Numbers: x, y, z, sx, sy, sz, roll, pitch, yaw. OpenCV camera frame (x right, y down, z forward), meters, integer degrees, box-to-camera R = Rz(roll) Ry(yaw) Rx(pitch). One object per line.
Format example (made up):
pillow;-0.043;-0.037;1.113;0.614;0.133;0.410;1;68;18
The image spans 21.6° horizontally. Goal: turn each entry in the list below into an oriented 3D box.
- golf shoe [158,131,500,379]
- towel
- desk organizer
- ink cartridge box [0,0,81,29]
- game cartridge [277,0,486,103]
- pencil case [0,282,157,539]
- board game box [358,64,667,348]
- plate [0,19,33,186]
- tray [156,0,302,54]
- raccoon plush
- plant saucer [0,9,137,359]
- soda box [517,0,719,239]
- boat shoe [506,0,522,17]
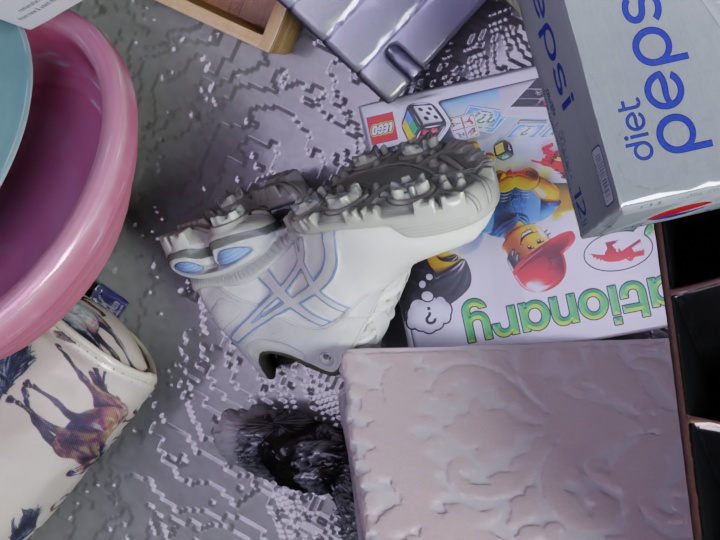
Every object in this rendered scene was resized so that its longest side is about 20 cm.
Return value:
golf shoe;0.000;0.000;0.838;0.200;0.078;0.097;-11;109;53
towel;0.092;0.103;0.763;0.191;0.200;0.032;-2;130;-5
desk organizer;0.160;0.048;0.717;0.072;0.200;0.077;-16;132;17
ink cartridge box;-0.204;-0.210;0.822;0.083;0.200;0.147;-14;63;55
game cartridge;0.034;-0.190;0.829;0.130;0.038;0.200;43;94;-3
pencil case;-0.185;0.092;0.921;0.200;0.078;0.089;-49;65;14
board game box;0.108;-0.034;0.846;0.200;0.035;0.126;-12;91;17
plate;-0.242;-0.059;0.891;0.200;0.026;0.200;-16;54;24
tray;-0.042;-0.212;0.877;0.099;0.037;0.200;26;102;13
raccoon plush;0.027;0.139;0.877;0.200;0.097;0.134;14;113;43
plant saucer;-0.182;-0.031;0.885;0.200;0.051;0.201;-16;54;23
soda box;0.097;-0.118;0.719;0.068;0.063;0.200;-12;82;-8
boat shoe;0.111;-0.096;0.785;0.200;0.063;0.073;42;101;2
